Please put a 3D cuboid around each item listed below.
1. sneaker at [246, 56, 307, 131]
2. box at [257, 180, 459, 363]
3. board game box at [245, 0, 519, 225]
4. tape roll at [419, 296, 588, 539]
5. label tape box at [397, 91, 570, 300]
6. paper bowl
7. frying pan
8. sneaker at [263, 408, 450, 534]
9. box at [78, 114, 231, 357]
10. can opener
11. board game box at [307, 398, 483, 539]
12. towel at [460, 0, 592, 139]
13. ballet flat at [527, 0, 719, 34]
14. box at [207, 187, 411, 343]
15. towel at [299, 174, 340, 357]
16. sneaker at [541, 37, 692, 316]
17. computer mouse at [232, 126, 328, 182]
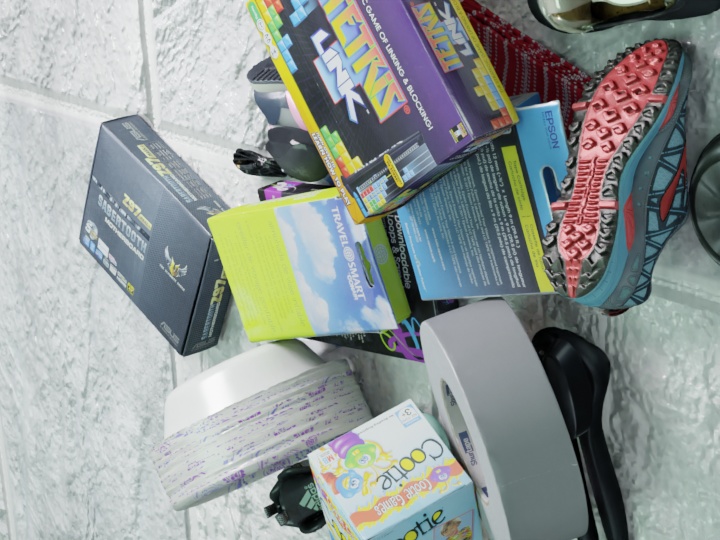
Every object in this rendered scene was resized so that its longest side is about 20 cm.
[{"bbox_3d":[-0.012,-0.135,1.540,0.199,0.070,0.082,20,138,47],"label":"sneaker"},{"bbox_3d":[0.000,0.000,1.564,0.199,0.036,0.144,11,117,44],"label":"box"},{"bbox_3d":[0.012,-0.158,1.357,0.165,0.057,0.201,-36,79,52],"label":"board game box"},{"bbox_3d":[0.111,0.124,1.413,0.200,0.066,0.201,161,90,-85],"label":"tape roll"},{"bbox_3d":[0.113,-0.057,1.383,0.199,0.066,0.144,-5,104,49],"label":"label tape box"},{"bbox_3d":[-0.098,0.133,1.633,0.200,0.200,0.105,-32,81,51],"label":"paper bowl"},{"bbox_3d":[0.280,-0.007,1.265,0.115,0.031,0.191,-3,100,52],"label":"frying pan"},{"bbox_3d":[-0.016,0.192,1.608,0.200,0.139,0.078,-36,78,51],"label":"sneaker"},{"bbox_3d":[-0.202,-0.036,1.807,0.200,0.051,0.158,45,134,29],"label":"box"},{"bbox_3d":[0.171,0.138,1.429,0.063,0.079,0.201,7,120,40],"label":"can opener"},{"bbox_3d":[0.037,0.223,1.521,0.103,0.104,0.201,52,163,39],"label":"board game box"},{"bbox_3d":[0.127,-0.108,1.406,0.200,0.022,0.145,39,133,33],"label":"towel"},{"bbox_3d":[0.174,-0.202,1.273,0.199,0.073,0.074,3,107,50],"label":"ballet flat"},{"bbox_3d":[-0.039,-0.005,1.538,0.199,0.048,0.123,-7,106,48],"label":"box"},{"bbox_3d":[-0.031,-0.008,1.638,0.200,0.024,0.148,-32,81,51],"label":"towel"},{"bbox_3d":[0.193,-0.065,1.281,0.079,0.095,0.201,14,81,46],"label":"sneaker"},{"bbox_3d":[-0.074,-0.094,1.599,0.034,0.058,0.200,-66,18,-11],"label":"computer mouse"}]
